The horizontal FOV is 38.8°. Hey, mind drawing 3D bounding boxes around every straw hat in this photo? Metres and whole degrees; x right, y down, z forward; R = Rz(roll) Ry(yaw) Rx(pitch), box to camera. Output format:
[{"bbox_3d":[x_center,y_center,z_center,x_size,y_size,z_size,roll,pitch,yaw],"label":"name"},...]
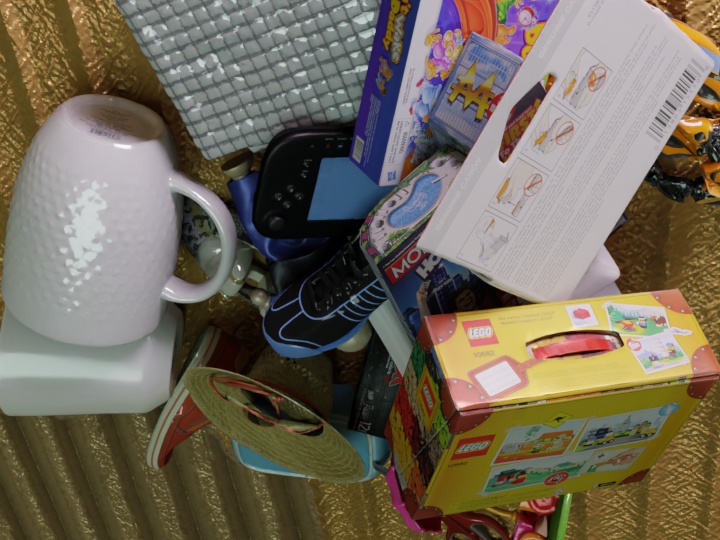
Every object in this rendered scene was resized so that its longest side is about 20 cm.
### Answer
[{"bbox_3d":[-0.066,0.114,0.970,0.198,0.086,0.202,20,152,12],"label":"straw hat"}]

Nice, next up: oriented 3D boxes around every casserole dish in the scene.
[{"bbox_3d":[-0.056,0.173,1.069,0.196,0.039,0.123,4,128,9],"label":"casserole dish"}]

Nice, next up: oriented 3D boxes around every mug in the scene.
[{"bbox_3d":[-0.251,0.070,0.995,0.150,0.187,0.152,7,94,-4],"label":"mug"},{"bbox_3d":[-0.199,-0.041,0.868,0.197,0.148,0.177,20,120,3],"label":"mug"}]

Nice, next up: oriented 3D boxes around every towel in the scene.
[{"bbox_3d":[-0.063,-0.186,0.771,0.197,0.086,0.167,-16,124,22],"label":"towel"}]

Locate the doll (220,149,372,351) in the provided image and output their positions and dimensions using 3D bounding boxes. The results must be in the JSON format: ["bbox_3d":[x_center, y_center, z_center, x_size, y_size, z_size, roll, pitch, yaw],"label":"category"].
[{"bbox_3d":[-0.040,-0.016,0.885,0.135,0.049,0.202,-25,108,1],"label":"doll"}]

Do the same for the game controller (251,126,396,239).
[{"bbox_3d":[0.011,-0.071,0.812,0.197,0.043,0.105,-5,144,-23],"label":"game controller"}]

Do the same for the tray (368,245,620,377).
[{"bbox_3d":[0.103,0.011,0.839,0.198,0.022,0.108,-33,81,6],"label":"tray"}]

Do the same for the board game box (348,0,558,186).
[{"bbox_3d":[0.076,-0.163,0.714,0.133,0.045,0.203,-9,126,-32],"label":"board game box"}]

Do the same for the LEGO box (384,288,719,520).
[{"bbox_3d":[0.130,0.097,0.733,0.197,0.078,0.150,-5,141,-17],"label":"LEGO box"}]

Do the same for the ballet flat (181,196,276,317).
[{"bbox_3d":[-0.092,0.007,0.931,0.199,0.072,0.072,35,127,-14],"label":"ballet flat"}]

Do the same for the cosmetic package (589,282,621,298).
[{"bbox_3d":[0.145,0.093,0.879,0.197,0.103,0.075,-18,135,2],"label":"cosmetic package"}]

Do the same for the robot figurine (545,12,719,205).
[{"bbox_3d":[0.238,-0.119,0.766,0.197,0.059,0.146,24,129,-5],"label":"robot figurine"}]

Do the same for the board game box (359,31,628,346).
[{"bbox_3d":[0.085,-0.051,0.722,0.199,0.062,0.201,-40,135,-11],"label":"board game box"}]

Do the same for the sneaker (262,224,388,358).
[{"bbox_3d":[0.000,0.000,0.814,0.198,0.071,0.078,-30,152,7],"label":"sneaker"}]

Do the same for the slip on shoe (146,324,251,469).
[{"bbox_3d":[-0.171,0.141,1.053,0.061,0.075,0.201,26,123,-12],"label":"slip on shoe"}]

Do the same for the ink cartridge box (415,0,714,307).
[{"bbox_3d":[0.125,-0.084,0.657,0.172,0.043,0.202,20,104,-45],"label":"ink cartridge box"}]

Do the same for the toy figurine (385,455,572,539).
[{"bbox_3d":[0.116,0.200,1.003,0.181,0.150,0.203,12,107,11],"label":"toy figurine"}]

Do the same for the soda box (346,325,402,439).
[{"bbox_3d":[0.043,0.068,0.950,0.070,0.064,0.202,14,129,0],"label":"soda box"}]

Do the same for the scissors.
[{"bbox_3d":[0.091,0.250,1.091,0.072,0.014,0.200,-17,130,29],"label":"scissors"}]
